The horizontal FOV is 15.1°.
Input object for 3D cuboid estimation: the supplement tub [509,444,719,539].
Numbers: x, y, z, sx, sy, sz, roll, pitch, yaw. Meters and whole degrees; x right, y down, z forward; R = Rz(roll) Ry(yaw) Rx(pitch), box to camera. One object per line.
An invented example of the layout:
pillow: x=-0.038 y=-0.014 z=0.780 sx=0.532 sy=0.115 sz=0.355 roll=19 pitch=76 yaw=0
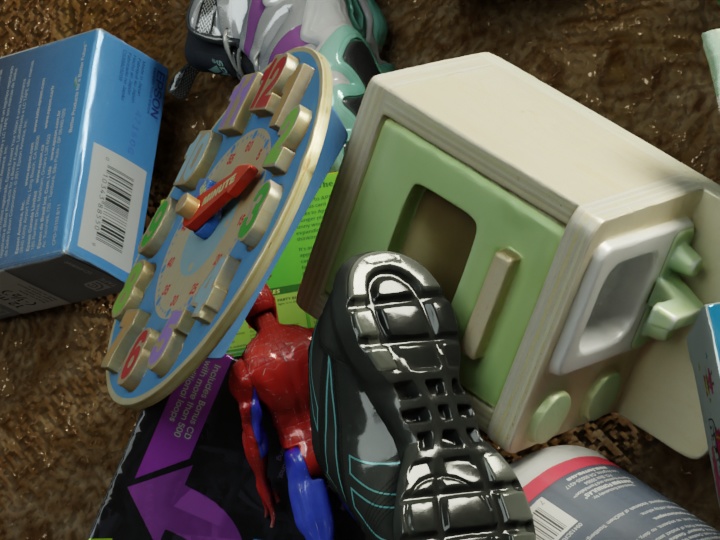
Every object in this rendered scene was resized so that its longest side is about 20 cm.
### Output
supplement tub: x=0.136 y=0.184 z=1.269 sx=0.200 sy=0.140 sz=0.141 roll=33 pitch=86 yaw=36

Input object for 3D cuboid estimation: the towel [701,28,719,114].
towel: x=0.248 y=-0.023 z=1.278 sx=0.023 sy=0.152 sz=0.201 roll=-29 pitch=71 yaw=62

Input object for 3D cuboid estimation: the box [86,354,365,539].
box: x=-0.031 y=0.135 z=1.378 sx=0.199 sy=0.036 sz=0.143 roll=23 pitch=87 yaw=-2

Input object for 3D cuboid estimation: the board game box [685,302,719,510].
board game box: x=0.255 y=0.078 z=1.180 sx=0.199 sy=0.064 sz=0.148 roll=-9 pitch=75 yaw=-4

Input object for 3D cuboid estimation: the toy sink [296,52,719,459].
toy sink: x=0.086 y=0.002 z=1.300 sx=0.200 sy=0.112 sz=0.131 roll=34 pitch=119 yaw=26

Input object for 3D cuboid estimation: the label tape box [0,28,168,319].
label tape box: x=-0.213 y=-0.049 z=1.617 sx=0.200 sy=0.066 sz=0.144 roll=-13 pitch=62 yaw=40

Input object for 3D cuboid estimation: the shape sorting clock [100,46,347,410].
shape sorting clock: x=-0.073 y=-0.023 z=1.341 sx=0.200 sy=0.039 sz=0.200 roll=-49 pitch=20 yaw=24

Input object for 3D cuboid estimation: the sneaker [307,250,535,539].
sneaker: x=0.024 y=0.093 z=1.256 sx=0.079 sy=0.075 sz=0.201 roll=-41 pitch=57 yaw=52

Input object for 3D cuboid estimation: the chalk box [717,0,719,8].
chalk box: x=0.245 y=-0.185 z=1.387 sx=0.199 sy=0.124 sz=0.125 roll=-3 pitch=68 yaw=30

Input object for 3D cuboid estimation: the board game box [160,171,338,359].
board game box: x=0.000 y=0.000 z=1.442 sx=0.199 sy=0.048 sz=0.102 roll=-9 pitch=61 yaw=-1

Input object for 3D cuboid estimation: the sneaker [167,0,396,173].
sneaker: x=-0.052 y=-0.116 z=1.560 sx=0.140 sy=0.078 sz=0.201 roll=-19 pitch=53 yaw=25

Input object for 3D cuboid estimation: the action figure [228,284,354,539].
action figure: x=-0.020 y=0.099 z=1.337 sx=0.065 sy=0.052 sz=0.201 roll=-21 pitch=95 yaw=-7
